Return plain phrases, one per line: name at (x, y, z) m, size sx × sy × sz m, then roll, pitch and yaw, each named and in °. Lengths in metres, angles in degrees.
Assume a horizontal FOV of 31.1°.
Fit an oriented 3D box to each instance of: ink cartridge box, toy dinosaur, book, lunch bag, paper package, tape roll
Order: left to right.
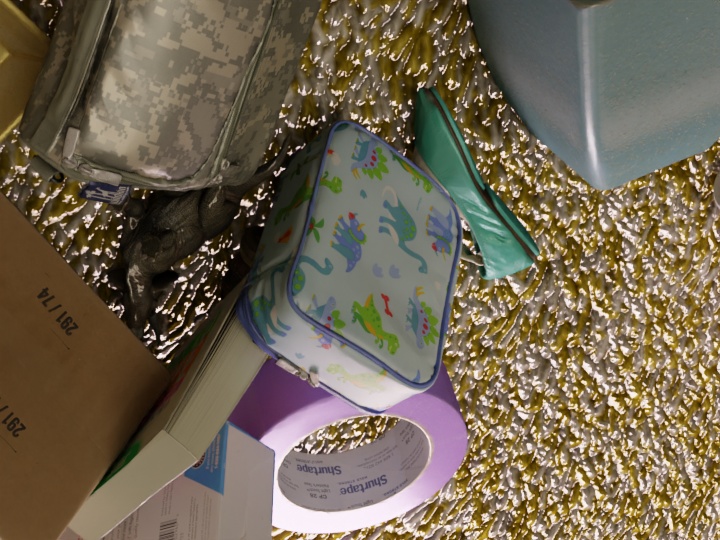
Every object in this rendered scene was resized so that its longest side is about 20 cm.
paper package at (-0.260, 0.077, 0.894) m, size 0.200 × 0.103 × 0.191 m, roll 48°, pitch 53°, yaw -21°
ink cartridge box at (-0.166, 0.205, 1.021) m, size 0.199 × 0.117 × 0.068 m, roll -19°, pitch 142°, yaw 29°
lunch bag at (-0.132, -0.152, 0.856) m, size 0.167 × 0.139 × 0.201 m, roll -9°, pitch 126°, yaw -63°
toy dinosaur at (-0.137, -0.041, 0.992) m, size 0.200 × 0.077 × 0.102 m, roll -50°, pitch 168°, yaw -10°
book at (-0.133, 0.102, 0.965) m, size 0.048 × 0.200 × 0.133 m, roll 42°, pitch 123°, yaw -11°
tape roll at (-0.012, 0.141, 1.103) m, size 0.198 × 0.066 × 0.201 m, roll -10°, pitch 138°, yaw -9°
lunch bag at (0.000, 0.000, 0.999) m, size 0.160 × 0.201 × 0.082 m, roll 33°, pitch 139°, yaw -25°

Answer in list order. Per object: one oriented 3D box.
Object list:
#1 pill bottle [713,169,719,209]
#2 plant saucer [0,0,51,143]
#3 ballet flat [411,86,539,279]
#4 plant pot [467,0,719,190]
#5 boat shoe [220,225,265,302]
pill bottle at (0.425, -0.029, 1.255) m, size 0.110 × 0.110 × 0.200 m, roll -44°, pitch 125°, yaw 0°
plant saucer at (-0.331, -0.138, 0.855) m, size 0.200 × 0.048 × 0.200 m, roll -45°, pitch 125°, yaw 0°
ballet flat at (0.081, -0.062, 1.094) m, size 0.070 × 0.068 × 0.200 m, roll -32°, pitch 123°, yaw 8°
plant pot at (0.205, -0.185, 1.024) m, size 0.194 × 0.197 × 0.201 m, roll -21°, pitch 130°, yaw -16°
boat shoe at (-0.028, 0.030, 1.083) m, size 0.199 × 0.072 × 0.068 m, roll 24°, pitch 112°, yaw -30°
